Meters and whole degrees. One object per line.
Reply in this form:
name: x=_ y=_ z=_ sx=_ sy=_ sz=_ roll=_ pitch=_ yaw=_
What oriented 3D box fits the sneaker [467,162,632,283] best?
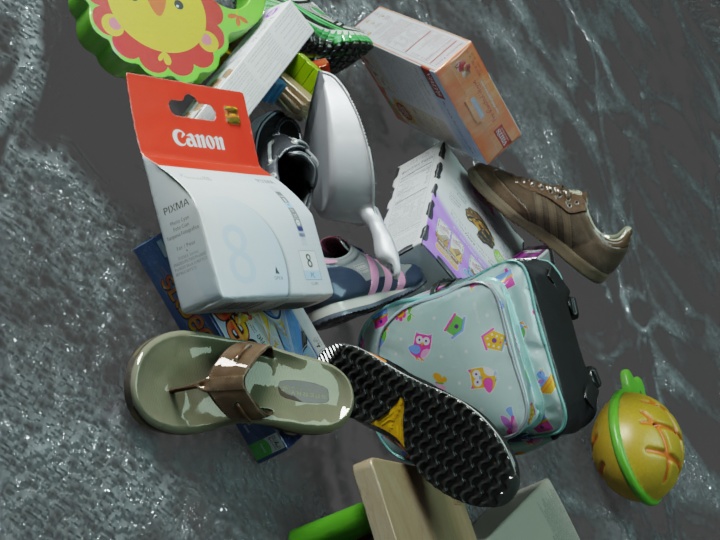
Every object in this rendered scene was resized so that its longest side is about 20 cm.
sneaker: x=0.214 y=-0.071 z=1.502 sx=0.200 sy=0.076 sz=0.070 roll=37 pitch=11 yaw=-8

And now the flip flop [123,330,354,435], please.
flip flop: x=-0.085 y=0.088 z=1.021 sx=0.200 sy=0.058 sz=0.081 roll=11 pitch=70 yaw=-31

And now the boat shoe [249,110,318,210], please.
boat shoe: x=-0.070 y=-0.092 z=1.250 sx=0.072 sy=0.068 sz=0.200 roll=47 pitch=30 yaw=-26

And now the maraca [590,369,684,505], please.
maraca: x=0.341 y=0.203 z=1.639 sx=0.137 sy=0.107 sz=0.200 roll=62 pitch=26 yaw=-17

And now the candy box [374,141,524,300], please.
candy box: x=0.102 y=-0.017 z=1.473 sx=0.168 sy=0.071 sz=0.200 roll=49 pitch=31 yaw=-23

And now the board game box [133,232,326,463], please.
board game box: x=-0.095 y=0.045 z=1.120 sx=0.200 sy=0.034 sz=0.135 roll=60 pitch=27 yaw=-4

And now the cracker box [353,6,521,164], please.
cracker box: x=0.080 y=-0.209 z=1.491 sx=0.200 sy=0.058 sz=0.134 roll=38 pitch=-15 yaw=54

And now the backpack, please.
backpack: x=0.094 y=0.093 z=1.227 sx=0.153 sy=0.200 sz=0.176 roll=-6 pitch=77 yaw=-54

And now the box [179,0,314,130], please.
box: x=-0.110 y=-0.167 z=1.208 sx=0.041 sy=0.039 sz=0.200 roll=49 pitch=52 yaw=-25

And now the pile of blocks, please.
pile of blocks: x=-0.079 y=-0.199 z=1.303 sx=0.200 sy=0.062 sz=0.082 roll=15 pitch=29 yaw=-49

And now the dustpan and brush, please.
dustpan and brush: x=-0.007 y=-0.073 z=1.257 sx=0.057 sy=0.140 sz=0.200 roll=-2 pitch=54 yaw=-14

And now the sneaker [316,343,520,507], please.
sneaker: x=0.056 y=0.125 z=1.115 sx=0.200 sy=0.070 sz=0.090 roll=32 pitch=5 yaw=22

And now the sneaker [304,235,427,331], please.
sneaker: x=0.000 y=0.000 z=1.285 sx=0.200 sy=0.070 sz=0.082 roll=-15 pitch=80 yaw=-64

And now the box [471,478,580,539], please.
box: x=0.140 y=0.273 z=1.276 sx=0.082 sy=0.068 sz=0.200 roll=63 pitch=28 yaw=4

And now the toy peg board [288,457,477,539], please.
toy peg board: x=0.034 y=0.270 z=1.090 sx=0.199 sy=0.098 sz=0.200 roll=27 pitch=42 yaw=-64

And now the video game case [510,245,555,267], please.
video game case: x=0.196 y=0.068 z=1.474 sx=0.200 sy=0.036 sz=0.182 roll=-24 pitch=110 yaw=-77

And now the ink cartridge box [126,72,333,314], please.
ink cartridge box: x=-0.104 y=-0.066 z=1.092 sx=0.160 sy=0.047 sz=0.200 roll=-1 pitch=74 yaw=-59

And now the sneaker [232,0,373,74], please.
sneaker: x=-0.057 y=-0.259 z=1.417 sx=0.200 sy=0.078 sz=0.085 roll=7 pitch=58 yaw=-58

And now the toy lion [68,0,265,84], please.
toy lion: x=-0.168 y=-0.247 z=1.196 sx=0.200 sy=0.069 sz=0.192 roll=-4 pitch=72 yaw=-40
